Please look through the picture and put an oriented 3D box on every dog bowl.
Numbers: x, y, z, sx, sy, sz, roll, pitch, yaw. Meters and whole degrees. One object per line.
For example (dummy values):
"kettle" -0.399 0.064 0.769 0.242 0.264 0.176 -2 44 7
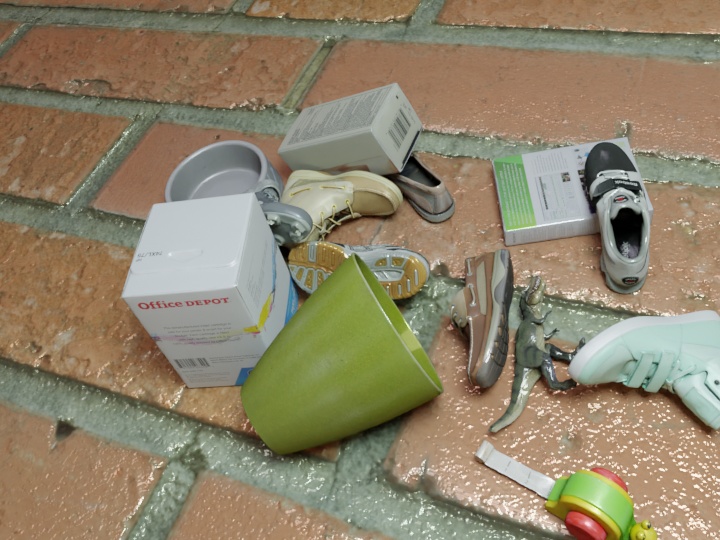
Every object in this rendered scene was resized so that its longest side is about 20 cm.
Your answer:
"dog bowl" -0.224 -0.129 1.114 0.194 0.059 0.204 -8 49 9

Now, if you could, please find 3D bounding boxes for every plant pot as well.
"plant pot" -0.034 0.117 0.801 0.198 0.187 0.189 -35 49 5

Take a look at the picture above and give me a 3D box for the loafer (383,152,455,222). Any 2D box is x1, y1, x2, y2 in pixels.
"loafer" 0.071 -0.151 1.043 0.071 0.064 0.200 -34 51 -14

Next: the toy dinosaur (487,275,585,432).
"toy dinosaur" 0.214 0.105 0.812 0.086 0.048 0.204 6 58 24

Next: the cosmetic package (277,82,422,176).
"cosmetic package" -0.017 -0.199 1.047 0.197 0.088 0.105 -1 52 43

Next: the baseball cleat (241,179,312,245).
"baseball cleat" -0.126 -0.087 0.957 0.197 0.070 0.108 0 53 43

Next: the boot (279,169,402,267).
"boot" -0.047 -0.071 1.005 0.195 0.074 0.158 9 54 24

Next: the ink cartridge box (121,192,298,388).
"ink cartridge box" -0.178 0.030 0.877 0.142 0.202 0.149 -5 50 11

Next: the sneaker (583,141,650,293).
"sneaker" 0.327 -0.083 0.863 0.072 0.089 0.205 -8 67 10

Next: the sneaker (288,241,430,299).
"sneaker" 0.000 0.000 0.938 0.195 0.078 0.087 9 12 18

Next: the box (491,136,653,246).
"box" 0.289 -0.112 0.969 0.194 0.037 0.147 -7 50 9

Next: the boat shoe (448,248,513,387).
"boat shoe" 0.146 0.057 0.853 0.070 0.077 0.202 -1 43 20

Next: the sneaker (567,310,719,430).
"sneaker" 0.327 0.113 0.732 0.195 0.075 0.120 -10 49 -12

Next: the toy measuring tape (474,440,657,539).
"toy measuring tape" 0.204 0.218 0.703 0.197 0.074 0.074 25 62 31
